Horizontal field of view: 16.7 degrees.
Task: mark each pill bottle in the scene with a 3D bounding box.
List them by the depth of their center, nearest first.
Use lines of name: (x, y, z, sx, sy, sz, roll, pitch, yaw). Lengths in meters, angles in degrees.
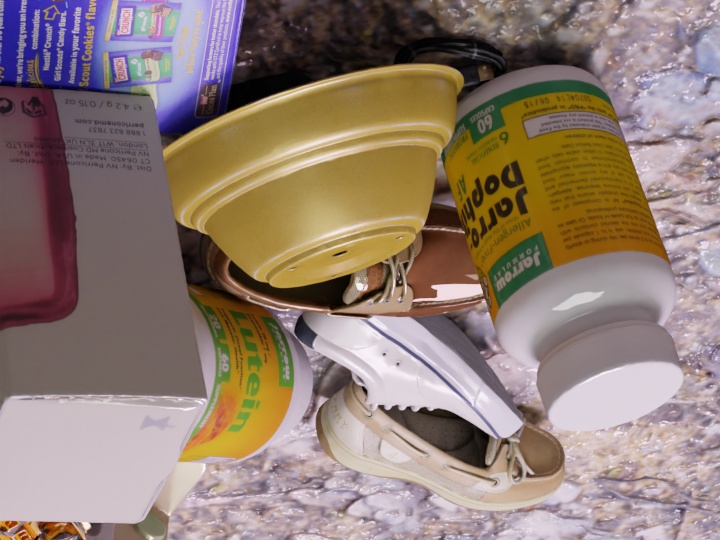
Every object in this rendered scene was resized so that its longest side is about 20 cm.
pill bottle: (0.123, -0.011, 1.459, 0.112, 0.201, 0.113, -13, 153, -7)
pill bottle: (-0.105, 0.066, 1.550, 0.110, 0.112, 0.200, -25, 166, 18)

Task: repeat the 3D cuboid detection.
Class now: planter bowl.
planter bowl: (-0.022, -0.043, 1.421, 0.199, 0.084, 0.200, -17, 170, -3)

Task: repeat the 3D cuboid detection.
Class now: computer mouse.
computer mouse: (-0.009, -0.098, 1.461, 0.198, 0.034, 0.059, -14, 143, 3)

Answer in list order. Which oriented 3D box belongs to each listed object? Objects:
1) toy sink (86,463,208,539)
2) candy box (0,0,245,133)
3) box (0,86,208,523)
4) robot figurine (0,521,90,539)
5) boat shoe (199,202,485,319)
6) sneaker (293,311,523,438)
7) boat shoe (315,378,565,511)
toy sink: (-0.208, 0.190, 1.661, 0.130, 0.112, 0.200, 33, 114, -18)
candy box: (-0.166, -0.150, 1.311, 0.198, 0.077, 0.170, -3, 145, -14)
box: (-0.163, 0.018, 1.311, 0.108, 0.201, 0.128, 3, 144, -22)
robot figurine: (-0.232, 0.103, 1.528, 0.058, 0.200, 0.145, -31, 144, -7)
boat shoe: (0.000, 0.000, 1.530, 0.198, 0.074, 0.076, 0, 104, -8)
sneaker: (0.031, 0.063, 1.652, 0.071, 0.073, 0.200, -42, 126, 13)
boat shoe: (0.068, 0.118, 1.742, 0.199, 0.074, 0.063, 17, 140, -23)
